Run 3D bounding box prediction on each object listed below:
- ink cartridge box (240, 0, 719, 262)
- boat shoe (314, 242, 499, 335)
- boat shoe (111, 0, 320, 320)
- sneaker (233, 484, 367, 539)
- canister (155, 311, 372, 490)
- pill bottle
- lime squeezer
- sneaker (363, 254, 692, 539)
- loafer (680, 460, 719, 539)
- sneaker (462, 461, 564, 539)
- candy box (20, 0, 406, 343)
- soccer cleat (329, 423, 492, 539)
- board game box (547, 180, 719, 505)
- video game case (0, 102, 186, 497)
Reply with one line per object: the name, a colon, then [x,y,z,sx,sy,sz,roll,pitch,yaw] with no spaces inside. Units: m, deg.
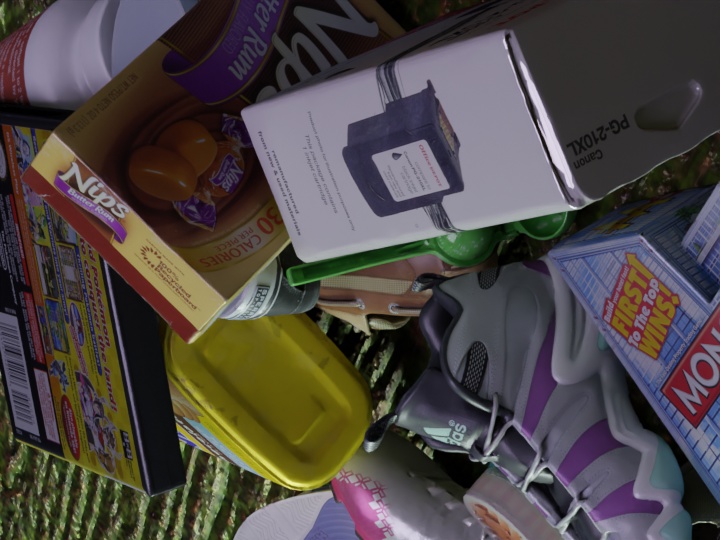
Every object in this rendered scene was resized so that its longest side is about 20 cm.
ink cartridge box: [0.066,-0.077,1.083,0.200,0.144,0.085,-10,105,53]
boat shoe: [0.000,0.000,1.277,0.200,0.076,0.074,-3,114,53]
boat shoe: [-0.070,-0.068,1.245,0.074,0.068,0.200,-42,61,37]
sneaker: [-0.038,0.175,1.426,0.199,0.115,0.081,-37,87,34]
canister: [-0.094,0.046,1.349,0.149,0.087,0.200,46,165,-26]
pill bottle: [-0.159,-0.098,1.372,0.200,0.112,0.113,-22,95,55]
lime squeezer: [0.065,-0.023,1.164,0.199,0.071,0.038,-19,99,15]
sneaker: [0.071,0.086,1.132,0.078,0.139,0.201,109,152,-52]
loafer: [0.197,0.187,1.147,0.075,0.068,0.201,-28,90,31]
sneaker: [0.146,0.152,1.207,0.200,0.080,0.071,45,165,-14]
candy box: [-0.058,-0.072,1.174,0.117,0.200,0.056,45,145,-1]
soccer cleat: [0.066,0.151,1.312,0.200,0.070,0.086,50,132,8]
board game box: [0.185,0.019,1.072,0.200,0.062,0.200,46,142,19]
video game case: [-0.161,0.010,1.292,0.180,0.025,0.201,11,114,58]
